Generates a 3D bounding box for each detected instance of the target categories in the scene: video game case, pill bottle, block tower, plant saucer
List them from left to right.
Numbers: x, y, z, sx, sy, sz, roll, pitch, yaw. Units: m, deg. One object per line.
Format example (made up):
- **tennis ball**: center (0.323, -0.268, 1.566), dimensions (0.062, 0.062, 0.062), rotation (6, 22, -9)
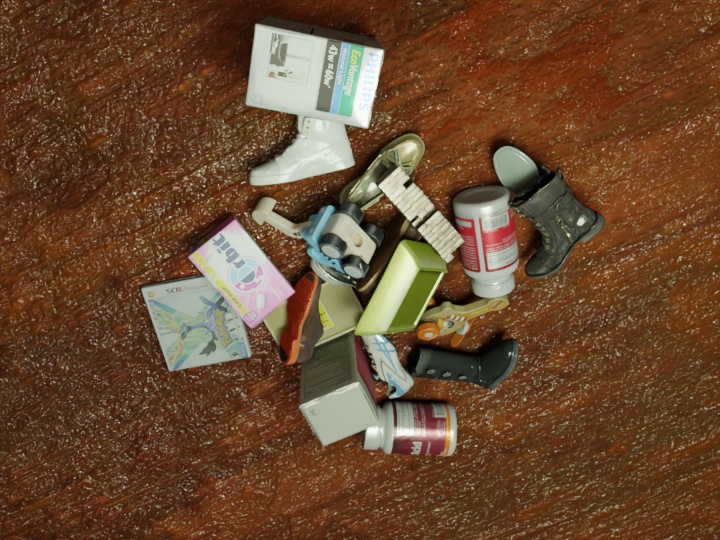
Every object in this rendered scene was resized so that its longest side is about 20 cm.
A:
- **video game case**: center (-0.338, 0.107, 1.306), dimensions (0.181, 0.022, 0.201), rotation (-10, 114, 1)
- **pill bottle**: center (0.105, 0.349, 1.387), dimensions (0.198, 0.114, 0.115), rotation (3, 113, -5)
- **plant saucer**: center (0.092, 0.045, 1.206), dimensions (0.048, 0.200, 0.201), rotation (33, 103, 25)
- **block tower**: center (0.112, -0.107, 1.162), dimensions (0.058, 0.054, 0.200), rotation (-41, 109, 4)
- **pill bottle**: center (0.248, -0.055, 1.223), dimensions (0.111, 0.112, 0.201), rotation (-12, 114, 2)

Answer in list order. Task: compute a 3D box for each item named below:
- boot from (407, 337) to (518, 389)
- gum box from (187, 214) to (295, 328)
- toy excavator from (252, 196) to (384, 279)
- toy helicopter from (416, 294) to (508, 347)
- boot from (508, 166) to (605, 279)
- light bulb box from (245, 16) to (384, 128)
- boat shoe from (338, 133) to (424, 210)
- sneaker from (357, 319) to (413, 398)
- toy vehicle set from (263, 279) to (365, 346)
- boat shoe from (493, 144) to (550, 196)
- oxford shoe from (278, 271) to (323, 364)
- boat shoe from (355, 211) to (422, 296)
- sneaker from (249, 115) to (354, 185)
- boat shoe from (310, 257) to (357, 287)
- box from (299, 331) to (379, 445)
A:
- **boot**: center (0.213, 0.186, 1.330), dimensions (0.198, 0.066, 0.165), rotation (13, 135, -7)
- **gum box**: center (-0.229, 0.005, 1.231), dimensions (0.113, 0.066, 0.200), rotation (-39, 111, -3)
- **toy excavator**: center (-0.087, -0.069, 1.183), dimensions (0.199, 0.100, 0.194), rotation (-5, 140, 46)
- **toy helicopter**: center (0.215, 0.096, 1.298), dimensions (0.199, 0.079, 0.132), rotation (-23, 140, 24)
- **boot**: center (0.340, -0.088, 1.176), dimensions (0.173, 0.069, 0.200), rotation (28, 120, -28)
- **light bulb box**: center (-0.074, -0.333, 1.036), dimensions (0.198, 0.199, 0.126), rotation (10, 115, -6)
- **boat shoe**: center (0.041, -0.177, 1.184), dimensions (0.200, 0.063, 0.073), rotation (-37, 111, 12)
- **sneaker**: center (0.044, 0.186, 1.307), dimensions (0.072, 0.072, 0.201), rotation (-37, 114, -14)
- **toy vehicle set**: center (-0.096, 0.093, 1.312), dimensions (0.199, 0.027, 0.125), rotation (-24, 113, 7)
- **boat shoe**: center (0.329, -0.172, 1.208), dimensions (0.075, 0.061, 0.200), rotation (-28, 117, 36)
- **oxford shoe**: center (-0.108, 0.096, 1.273), dimensions (0.072, 0.071, 0.201), rotation (4, 113, -36)
- **boat shoe**: center (0.067, -0.027, 1.205), dimensions (0.070, 0.070, 0.201), rotation (42, 71, -24)
- **sneaker**: center (-0.118, -0.229, 1.152), dimensions (0.199, 0.074, 0.116), rotation (-15, 112, -7)
- **boat shoe**: center (0.000, 0.000, 1.246), dimensions (0.199, 0.071, 0.064), rotation (19, 152, -18)
- **box**: center (-0.045, 0.236, 1.282), dimensions (0.127, 0.200, 0.109), rotation (-23, 114, 7)
